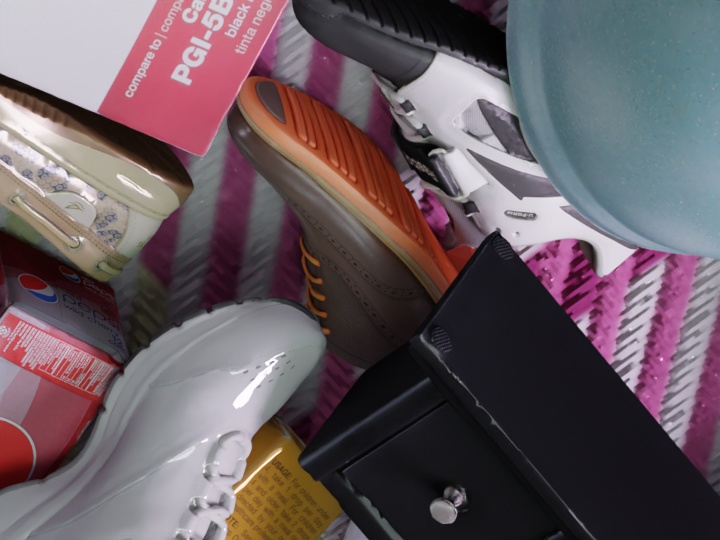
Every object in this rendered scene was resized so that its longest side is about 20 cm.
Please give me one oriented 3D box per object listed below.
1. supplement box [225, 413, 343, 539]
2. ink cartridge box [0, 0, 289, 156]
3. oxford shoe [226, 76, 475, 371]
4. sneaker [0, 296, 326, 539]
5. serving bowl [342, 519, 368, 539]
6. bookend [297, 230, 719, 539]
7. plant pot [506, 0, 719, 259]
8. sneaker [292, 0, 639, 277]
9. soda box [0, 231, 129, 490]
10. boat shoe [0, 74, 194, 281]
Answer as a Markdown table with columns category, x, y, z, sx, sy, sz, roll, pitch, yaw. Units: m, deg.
| category | x | y | z | sx | sy | sz | roll | pitch | yaw |
| --- | --- | --- | --- | --- | --- | --- | --- | --- | --- |
| supplement box | -0.099 | 0.140 | 1.249 | 0.200 | 0.067 | 0.069 | -47 | 133 | -4 |
| ink cartridge box | -0.136 | -0.140 | 1.073 | 0.200 | 0.147 | 0.083 | 22 | 111 | -23 |
| oxford shoe | 0.000 | 0.000 | 1.227 | 0.073 | 0.071 | 0.200 | -35 | 120 | 14 |
| sneaker | -0.082 | 0.095 | 1.189 | 0.200 | 0.087 | 0.075 | -46 | 147 | 2 |
| serving bowl | 0.090 | 0.154 | 1.301 | 0.200 | 0.066 | 0.201 | 10 | 112 | 25 |
| bookend | 0.037 | 0.124 | 1.205 | 0.199 | 0.092 | 0.200 | -34 | 100 | 34 |
| plant pot | 0.176 | -0.091 | 1.136 | 0.200 | 0.134 | 0.201 | -7 | 106 | -28 |
| sneaker | 0.047 | -0.054 | 1.203 | 0.200 | 0.074 | 0.089 | 26 | 109 | -23 |
| soda box | -0.179 | 0.085 | 1.235 | 0.063 | 0.070 | 0.200 | 29 | 109 | -25 |
| boat shoe | -0.160 | -0.058 | 1.157 | 0.200 | 0.073 | 0.063 | 30 | 106 | -26 |
